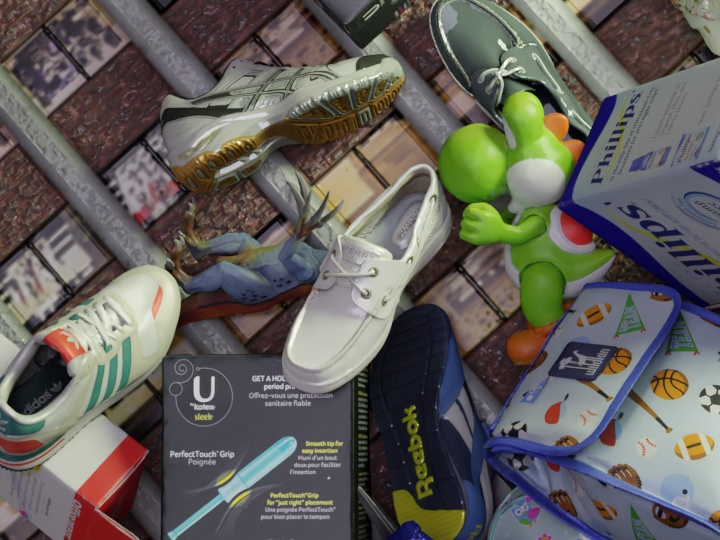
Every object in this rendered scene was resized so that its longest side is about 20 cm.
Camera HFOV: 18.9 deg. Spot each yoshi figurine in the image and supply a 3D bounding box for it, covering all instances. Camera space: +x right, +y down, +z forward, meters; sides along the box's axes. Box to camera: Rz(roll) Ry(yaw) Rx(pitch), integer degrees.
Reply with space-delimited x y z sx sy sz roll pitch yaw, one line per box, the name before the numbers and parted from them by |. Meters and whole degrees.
yoshi figurine | 0.114 -0.034 1.645 0.112 0.112 0.201 -17 104 -25

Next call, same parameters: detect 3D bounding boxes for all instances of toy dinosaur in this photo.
toy dinosaur | -0.058 -0.005 1.715 0.181 0.105 0.201 17 121 -1

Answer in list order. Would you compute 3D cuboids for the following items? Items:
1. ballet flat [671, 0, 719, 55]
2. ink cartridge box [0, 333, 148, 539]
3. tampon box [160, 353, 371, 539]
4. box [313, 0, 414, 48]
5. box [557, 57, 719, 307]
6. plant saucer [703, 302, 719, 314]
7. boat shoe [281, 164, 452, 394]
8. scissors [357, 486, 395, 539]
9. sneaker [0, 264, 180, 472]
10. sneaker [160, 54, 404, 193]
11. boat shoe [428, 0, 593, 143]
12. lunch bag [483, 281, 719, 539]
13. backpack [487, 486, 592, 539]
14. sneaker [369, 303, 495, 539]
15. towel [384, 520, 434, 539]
ballet flat | 0.309 -0.187 1.672 0.199 0.076 0.064 23 104 11
ink cartridge box | -0.236 0.149 1.677 0.200 0.116 0.067 38 61 7
tampon box | -0.070 0.166 1.656 0.149 0.126 0.201 0 85 6
box | 0.027 -0.292 1.694 0.200 0.106 0.122 -44 81 2
box | 0.280 -0.056 1.558 0.184 0.200 0.105 33 68 -21
plant saucer | 0.319 0.092 1.606 0.200 0.201 0.035 31 51 8
boat shoe | 0.000 0.000 1.601 0.071 0.069 0.200 21 60 21
scissors | 0.053 0.239 1.640 0.073 0.014 0.201 -6 120 16
sneaker | -0.203 0.062 1.605 0.070 0.093 0.200 41 65 10
sneaker | -0.066 -0.140 1.709 0.199 0.076 0.088 -22 64 -5
boat shoe | 0.125 -0.144 1.691 0.073 0.062 0.200 -38 83 1
lunch bag | 0.209 0.110 1.541 0.199 0.124 0.170 26 60 18
backpack | 0.170 0.249 1.622 0.166 0.127 0.201 -12 80 9
sneaker | 0.060 0.125 1.678 0.074 0.082 0.201 -20 63 30
towel | 0.015 0.293 1.563 0.200 0.050 0.148 -44 99 3
